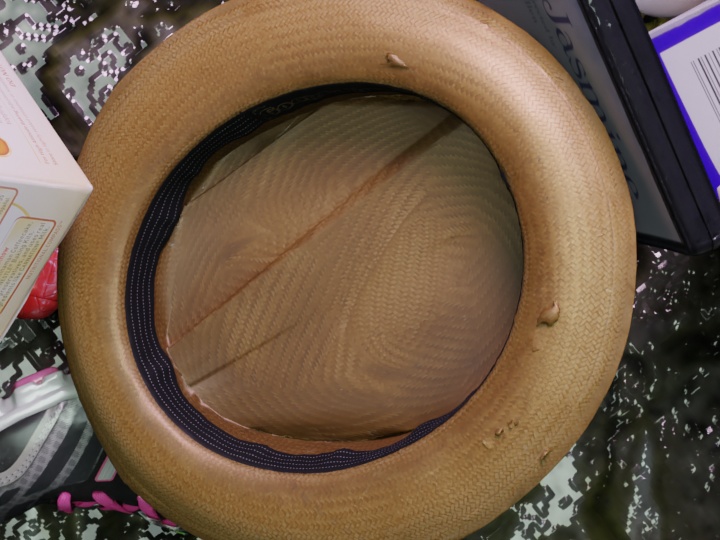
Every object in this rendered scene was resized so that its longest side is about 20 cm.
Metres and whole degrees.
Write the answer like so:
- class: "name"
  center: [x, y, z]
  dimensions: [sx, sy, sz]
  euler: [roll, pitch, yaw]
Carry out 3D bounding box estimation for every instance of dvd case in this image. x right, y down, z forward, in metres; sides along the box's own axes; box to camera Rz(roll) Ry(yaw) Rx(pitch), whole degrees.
- class: "dvd case"
  center: [0.054, -0.078, 0.943]
  dimensions: [0.018, 0.200, 0.143]
  euler: [-26, 101, -11]

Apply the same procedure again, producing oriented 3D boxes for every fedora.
- class: "fedora"
  center: [0.000, 0.000, 0.929]
  dimensions: [0.201, 0.082, 0.201]
  euler: [1, 94, 20]

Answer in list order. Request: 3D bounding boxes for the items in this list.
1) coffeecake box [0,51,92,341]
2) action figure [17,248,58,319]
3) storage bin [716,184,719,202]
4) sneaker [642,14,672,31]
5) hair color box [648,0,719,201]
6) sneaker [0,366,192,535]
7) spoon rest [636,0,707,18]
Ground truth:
- class: "coffeecake box"
  center: [-0.207, -0.058, 0.880]
  dimensions: [0.073, 0.200, 0.154]
  euler: [-56, 50, 25]
- class: "action figure"
  center: [-0.168, -0.025, 1.013]
  dimensions: [0.200, 0.052, 0.065]
  euler: [15, 93, -8]
- class: "storage bin"
  center: [0.232, 0.043, 0.877]
  dimensions: [0.200, 0.094, 0.199]
  euler: [-8, 81, -33]
- class: "sneaker"
  center: [0.084, -0.099, 1.014]
  dimensions: [0.200, 0.085, 0.074]
  euler: [42, 88, 0]
- class: "hair color box"
  center: [0.183, -0.089, 0.955]
  dimensions: [0.109, 0.200, 0.065]
  euler: [-26, 89, 40]
- class: "sneaker"
  center: [-0.065, 0.068, 1.003]
  dimensions: [0.200, 0.074, 0.087]
  euler: [-20, 83, -9]
- class: "spoon rest"
  center: [0.127, -0.148, 0.999]
  dimensions: [0.200, 0.061, 0.099]
  euler: [-25, 89, -39]
